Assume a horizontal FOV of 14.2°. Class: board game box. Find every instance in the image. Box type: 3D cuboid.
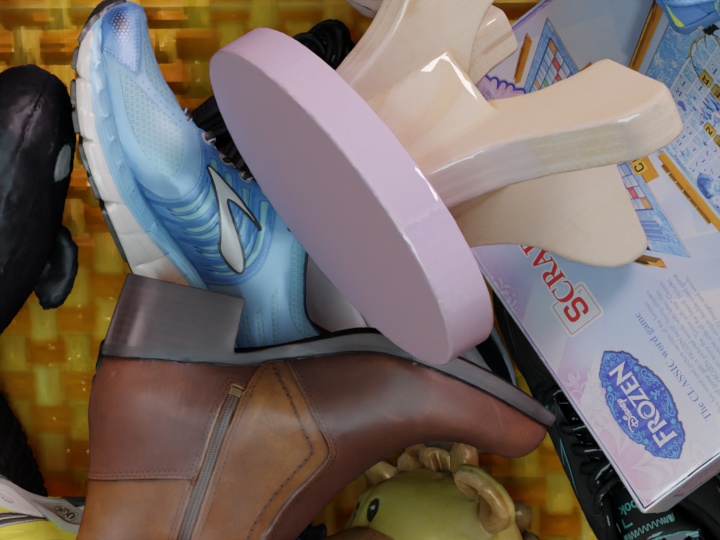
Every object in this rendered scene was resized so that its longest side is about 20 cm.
[{"bbox_3d":[0.142,-0.039,1.182,0.199,0.041,0.200,-37,74,13],"label":"board game box"}]

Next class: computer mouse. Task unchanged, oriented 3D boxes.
[{"bbox_3d":[0.000,0.000,1.254,0.109,0.044,0.200,-33,97,15],"label":"computer mouse"}]

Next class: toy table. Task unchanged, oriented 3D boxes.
[{"bbox_3d":[0.033,-0.053,1.106,0.117,0.200,0.184,-32,130,-12],"label":"toy table"}]

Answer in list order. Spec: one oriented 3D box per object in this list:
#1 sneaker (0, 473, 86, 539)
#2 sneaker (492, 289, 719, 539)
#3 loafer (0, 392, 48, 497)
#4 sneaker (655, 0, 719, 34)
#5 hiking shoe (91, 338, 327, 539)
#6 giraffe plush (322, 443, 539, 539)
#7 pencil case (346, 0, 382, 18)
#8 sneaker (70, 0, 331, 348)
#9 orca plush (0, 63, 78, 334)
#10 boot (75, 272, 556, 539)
[{"bbox_3d":[-0.167,0.130,1.236,0.199,0.076,0.076,5,122,20],"label":"sneaker"},{"bbox_3d":[0.121,0.073,1.236,0.075,0.079,0.200,-31,96,17],"label":"sneaker"},{"bbox_3d":[-0.206,0.047,1.285,0.071,0.073,0.201,-18,101,12],"label":"loafer"},{"bbox_3d":[0.116,-0.184,1.146,0.105,0.076,0.201,-29,70,17],"label":"sneaker"},{"bbox_3d":[-0.060,0.110,1.286,0.086,0.074,0.201,-16,111,6],"label":"hiking shoe"},{"bbox_3d":[0.037,0.160,1.225,0.172,0.200,0.163,-13,100,38],"label":"giraffe plush"},{"bbox_3d":[0.029,-0.201,1.155,0.090,0.078,0.200,49,125,20],"label":"pencil case"},{"bbox_3d":[-0.059,-0.026,1.219,0.090,0.078,0.201,-25,98,1],"label":"sneaker"},{"bbox_3d":[-0.186,0.005,1.198,0.200,0.071,0.105,-42,101,6],"label":"orca plush"},{"bbox_3d":[-0.031,0.117,1.154,0.187,0.068,0.201,13,89,-5],"label":"boot"}]
